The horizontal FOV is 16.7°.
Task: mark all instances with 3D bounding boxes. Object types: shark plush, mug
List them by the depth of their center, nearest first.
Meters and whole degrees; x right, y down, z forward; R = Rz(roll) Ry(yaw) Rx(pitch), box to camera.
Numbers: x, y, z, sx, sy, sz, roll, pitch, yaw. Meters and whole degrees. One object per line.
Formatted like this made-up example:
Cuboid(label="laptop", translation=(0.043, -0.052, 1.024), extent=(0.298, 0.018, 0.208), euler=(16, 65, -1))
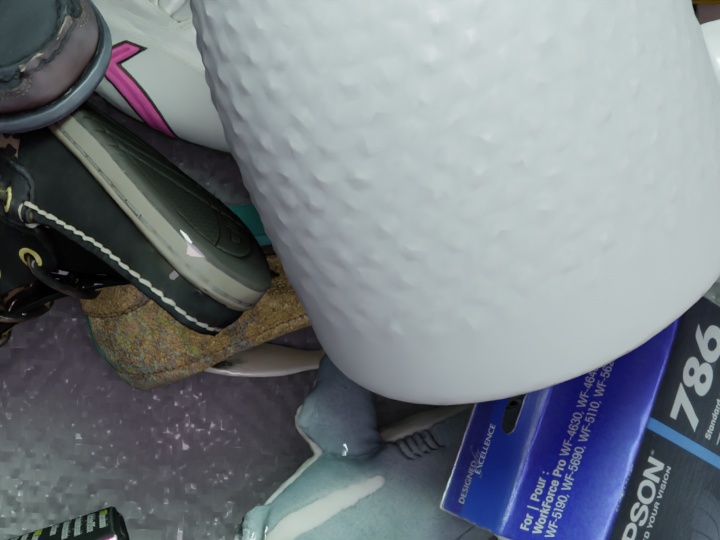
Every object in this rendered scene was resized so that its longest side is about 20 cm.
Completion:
Cuboid(label="mug", translation=(0.047, -0.083, 0.734), extent=(0.199, 0.148, 0.176), euler=(-22, 122, 4))
Cuboid(label="shark plush", translation=(-0.003, 0.094, 0.798), extent=(0.083, 0.200, 0.091), euler=(5, 116, 35))

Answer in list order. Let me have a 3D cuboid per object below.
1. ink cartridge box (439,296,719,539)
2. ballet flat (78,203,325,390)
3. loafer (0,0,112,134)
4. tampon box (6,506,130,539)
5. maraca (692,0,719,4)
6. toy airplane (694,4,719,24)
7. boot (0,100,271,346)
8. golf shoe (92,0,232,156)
Cuboid(label="ink cartridge box", translation=(0.119, 0.070, 0.832), extent=(0.199, 0.039, 0.100), euler=(27, 77, -37))
Cuboid(label="ballet flat", translation=(0.000, 0.000, 0.869), extent=(0.198, 0.071, 0.071), euler=(-12, 90, -6))
Cuboid(label="loafer", translation=(-0.163, -0.106, 0.795), extent=(0.199, 0.063, 0.072), euler=(31, 72, 36))
Cuboid(label="tampon box", translation=(-0.154, 0.181, 0.813), extent=(0.199, 0.126, 0.151), euler=(-17, 91, -6))
Cuboid(label="maraca", translation=(0.110, -0.155, 0.797), extent=(0.136, 0.200, 0.108), euler=(-20, 64, 13))
Cuboid(label="toy airplane", translation=(0.246, -0.086, 0.850), extent=(0.200, 0.141, 0.199), euler=(-43, 74, 8))
Cuboid(label="boot", translation=(-0.125, 0.012, 0.805), extent=(0.151, 0.200, 0.073), euler=(-55, 137, 1))
Cuboid(label="golf shoe", translation=(-0.089, -0.108, 0.843), extent=(0.200, 0.092, 0.073), euler=(37, 84, -5))
